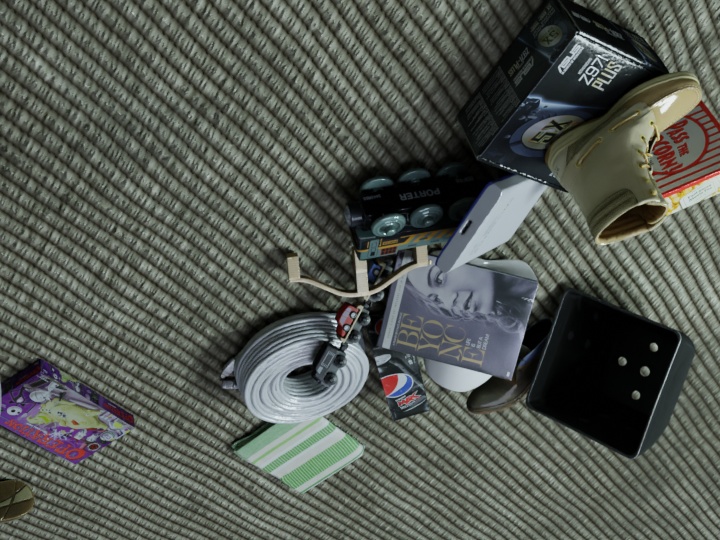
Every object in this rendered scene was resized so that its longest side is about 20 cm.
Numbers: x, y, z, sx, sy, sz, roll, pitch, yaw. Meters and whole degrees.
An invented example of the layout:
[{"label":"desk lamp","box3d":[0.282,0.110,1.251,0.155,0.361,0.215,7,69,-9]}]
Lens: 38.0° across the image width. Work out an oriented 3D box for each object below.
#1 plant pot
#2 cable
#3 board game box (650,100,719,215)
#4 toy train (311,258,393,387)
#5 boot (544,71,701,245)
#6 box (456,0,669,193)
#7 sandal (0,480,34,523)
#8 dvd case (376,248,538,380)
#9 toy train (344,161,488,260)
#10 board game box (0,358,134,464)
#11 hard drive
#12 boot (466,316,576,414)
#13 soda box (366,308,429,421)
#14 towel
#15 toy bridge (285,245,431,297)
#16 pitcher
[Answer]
[{"label":"plant pot","box3d":[0.408,0.157,1.628,0.177,0.199,0.201,8,103,-53]},{"label":"cable","box3d":[-0.085,0.145,1.540,0.199,0.069,0.200,15,128,-33]},{"label":"board game box","box3d":[0.373,-0.138,1.355,0.199,0.152,0.046,-24,139,4]},{"label":"toy train","box3d":[-0.014,0.068,1.458,0.046,0.034,0.201,28,94,-15]},{"label":"boot","box3d":[0.329,-0.129,1.211,0.199,0.156,0.073,-30,139,11]},{"label":"box","box3d":[0.245,-0.211,1.276,0.163,0.086,0.200,16,128,-33]},{"label":"sandal","box3d":[-0.598,0.360,1.581,0.199,0.081,0.054,-1,157,-26]},{"label":"dvd case","box3d":[0.134,0.061,1.466,0.199,0.016,0.150,14,106,4]},{"label":"toy train","box3d":[0.072,-0.075,1.366,0.199,0.086,0.114,-12,152,-13]},{"label":"board game box","box3d":[-0.435,0.207,1.507,0.120,0.032,0.200,-28,138,16]},{"label":"hard drive","box3d":[0.178,-0.073,1.351,0.200,0.025,0.132,-24,151,-58]},{"label":"boot","box3d":[0.247,0.150,1.683,0.199,0.075,0.097,-30,129,-3]},{"label":"soda box","box3d":[0.057,0.144,1.593,0.063,0.071,0.201,-16,138,0]},{"label":"towel","box3d":[-0.098,0.296,1.735,0.152,0.023,0.200,-34,135,14]},{"label":"toy bridge","box3d":[0.000,0.000,1.418,0.198,0.027,0.068,-6,102,-9]},{"label":"pitcher","box3d":[0.144,0.069,1.529,0.170,0.121,0.201,17,119,-10]}]
